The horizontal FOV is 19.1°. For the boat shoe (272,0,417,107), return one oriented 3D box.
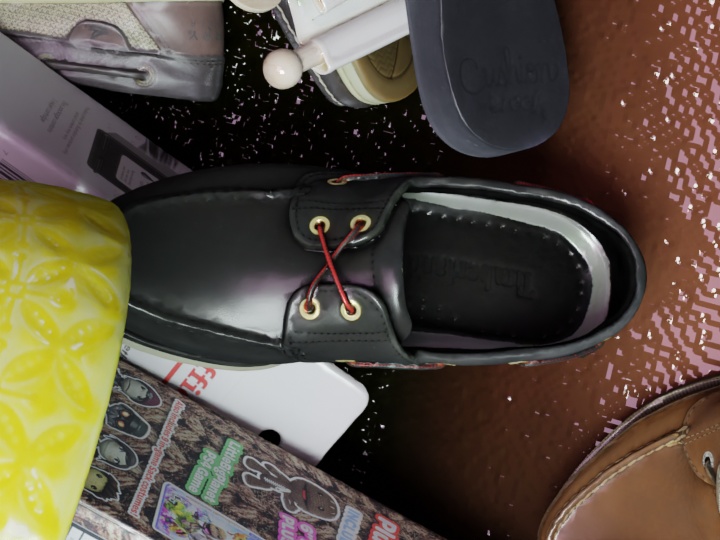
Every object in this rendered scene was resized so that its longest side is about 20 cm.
[{"bbox_3d":[-0.036,-0.150,0.786,0.064,0.073,0.202,-21,90,35],"label":"boat shoe"}]

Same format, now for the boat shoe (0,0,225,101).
[{"bbox_3d":[-0.146,-0.083,0.824,0.199,0.072,0.067,-6,89,15],"label":"boat shoe"}]

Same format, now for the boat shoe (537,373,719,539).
[{"bbox_3d":[0.142,0.066,0.741,0.199,0.068,0.072,-31,87,20],"label":"boat shoe"}]

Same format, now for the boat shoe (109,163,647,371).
[{"bbox_3d":[0.000,-0.003,0.735,0.199,0.063,0.075,4,80,-14],"label":"boat shoe"}]

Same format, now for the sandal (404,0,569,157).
[{"bbox_3d":[0.037,-0.142,0.738,0.043,0.076,0.202,-12,97,54],"label":"sandal"}]

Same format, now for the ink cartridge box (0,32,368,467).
[{"bbox_3d":[-0.103,0.013,0.795,0.199,0.067,0.116,36,113,-12],"label":"ink cartridge box"}]

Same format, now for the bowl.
[{"bbox_3d":[-0.159,0.052,0.660,0.107,0.200,0.201,22,105,-20],"label":"bowl"}]

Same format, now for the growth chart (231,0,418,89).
[{"bbox_3d":[-0.014,-0.172,0.745,0.018,0.144,0.202,-16,93,55],"label":"growth chart"}]

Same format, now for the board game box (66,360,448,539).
[{"bbox_3d":[-0.054,0.152,0.759,0.199,0.097,0.160,30,115,-5],"label":"board game box"}]
